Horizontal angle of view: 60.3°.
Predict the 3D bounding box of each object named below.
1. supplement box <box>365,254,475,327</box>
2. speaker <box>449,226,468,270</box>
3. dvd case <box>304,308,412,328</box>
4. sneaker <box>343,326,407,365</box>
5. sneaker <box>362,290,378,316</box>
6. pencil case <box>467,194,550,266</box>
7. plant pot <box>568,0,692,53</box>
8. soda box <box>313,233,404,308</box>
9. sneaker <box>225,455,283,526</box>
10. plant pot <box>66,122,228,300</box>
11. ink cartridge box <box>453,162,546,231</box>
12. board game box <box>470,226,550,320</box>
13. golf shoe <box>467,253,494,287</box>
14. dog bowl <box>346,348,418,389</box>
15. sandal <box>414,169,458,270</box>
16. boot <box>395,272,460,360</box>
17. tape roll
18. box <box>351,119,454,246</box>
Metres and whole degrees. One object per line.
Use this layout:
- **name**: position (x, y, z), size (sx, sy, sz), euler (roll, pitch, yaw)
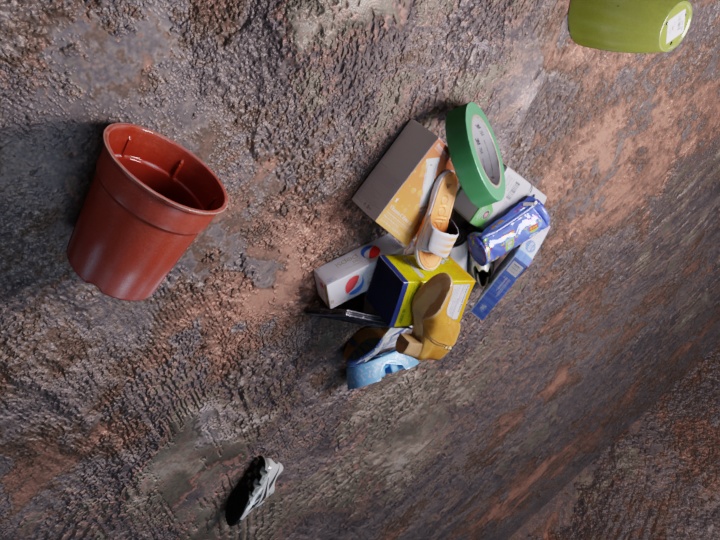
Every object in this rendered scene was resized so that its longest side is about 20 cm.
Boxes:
- **supplement box**: position (0.128, 0.041, 1.323), size (0.195, 0.110, 0.111), euler (0, 121, -32)
- **speaker**: position (0.217, -0.002, 1.482), size (0.080, 0.081, 0.204), euler (-25, 134, -19)
- **dvd case**: position (-0.003, 0.104, 1.349), size (0.196, 0.147, 0.017), euler (15, 78, -40)
- **sneaker**: position (0.050, 0.169, 1.485), size (0.198, 0.075, 0.089), euler (-39, 137, -6)
- **sneaker**: position (0.088, 0.043, 1.432), size (0.195, 0.074, 0.118), euler (-17, 139, -24)
- **pencil case**: position (0.332, -0.091, 1.381), size (0.197, 0.078, 0.088), euler (-31, 143, -11)
- **plant pot**: position (0.564, -0.528, 1.268), size (0.183, 0.200, 0.191), euler (-20, 132, -24)
- **soda box**: position (0.000, 0.000, 1.328), size (0.196, 0.064, 0.069), euler (-26, 134, -19)
- **sneaker**: position (-0.258, 0.554, 1.535), size (0.088, 0.074, 0.202), euler (26, 104, -44)
- **plant pot**: position (-0.333, -0.077, 0.932), size (0.198, 0.202, 0.197), euler (19, 118, -44)
- **ink cartridge box**: position (0.325, -0.160, 1.443), size (0.197, 0.084, 0.148), euler (21, 108, -45)
- **board game box**: position (0.360, -0.004, 1.485), size (0.199, 0.043, 0.202), euler (-48, 171, -47)
- **golf shoe**: position (0.288, 0.001, 1.500), size (0.076, 0.100, 0.201), euler (0, 155, 12)
- **dog bowl**: position (0.050, 0.235, 1.517), size (0.195, 0.051, 0.111), euler (-16, 175, -27)
- **sandal**: position (0.162, -0.091, 1.230), size (0.077, 0.059, 0.213), euler (-4, 116, -34)
- **boot**: position (0.163, 0.098, 1.272), size (0.142, 0.071, 0.204), euler (9, 118, -44)
- **tape roll**: position (0.234, -0.232, 1.247), size (0.047, 0.206, 0.199), euler (-17, 148, 30)
- **box**: position (0.098, -0.174, 1.248), size (0.202, 0.097, 0.123), euler (-52, 137, 7)
